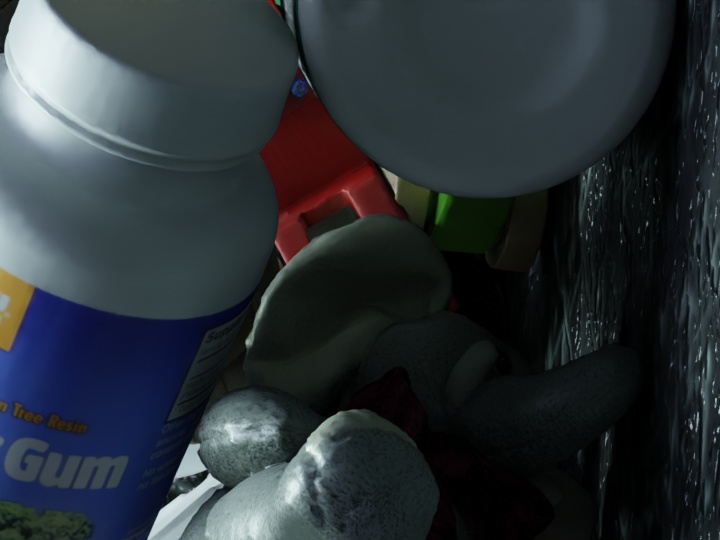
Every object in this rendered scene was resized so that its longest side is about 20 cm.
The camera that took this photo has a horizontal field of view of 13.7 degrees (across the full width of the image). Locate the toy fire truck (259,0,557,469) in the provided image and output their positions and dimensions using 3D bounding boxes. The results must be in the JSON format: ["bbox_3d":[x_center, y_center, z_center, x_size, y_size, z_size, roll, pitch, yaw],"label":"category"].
[{"bbox_3d":[0.000,0.000,1.054,0.200,0.049,0.141,59,-178,-20],"label":"toy fire truck"}]

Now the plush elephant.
[{"bbox_3d":[0.022,0.072,0.928,0.200,0.165,0.155,-10,35,54],"label":"plush elephant"}]

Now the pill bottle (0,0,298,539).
[{"bbox_3d":[-0.091,0.004,0.911,0.112,0.112,0.200,-94,24,-56],"label":"pill bottle"}]

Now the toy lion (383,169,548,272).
[{"bbox_3d":[0.050,-0.129,1.151,0.192,0.068,0.200,108,164,-50],"label":"toy lion"}]

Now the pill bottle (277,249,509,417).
[{"bbox_3d":[-0.007,-0.018,1.331,0.200,0.111,0.112,-111,22,-61],"label":"pill bottle"}]

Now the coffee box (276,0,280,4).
[{"bbox_3d":[-0.035,-0.167,1.334,0.044,0.199,0.123,-55,-24,-51],"label":"coffee box"}]

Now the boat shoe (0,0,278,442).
[{"bbox_3d":[-0.077,-0.040,1.008,0.068,0.072,0.201,-109,-1,-71],"label":"boat shoe"}]

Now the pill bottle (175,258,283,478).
[{"bbox_3d":[-0.085,0.027,1.170,0.200,0.110,0.111,157,115,-76],"label":"pill bottle"}]

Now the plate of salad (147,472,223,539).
[{"bbox_3d":[-0.077,0.124,1.080,0.048,0.200,0.200,51,176,-2],"label":"plate of salad"}]

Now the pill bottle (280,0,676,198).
[{"bbox_3d":[0.031,-0.088,0.960,0.200,0.113,0.113,-112,25,-82],"label":"pill bottle"}]
